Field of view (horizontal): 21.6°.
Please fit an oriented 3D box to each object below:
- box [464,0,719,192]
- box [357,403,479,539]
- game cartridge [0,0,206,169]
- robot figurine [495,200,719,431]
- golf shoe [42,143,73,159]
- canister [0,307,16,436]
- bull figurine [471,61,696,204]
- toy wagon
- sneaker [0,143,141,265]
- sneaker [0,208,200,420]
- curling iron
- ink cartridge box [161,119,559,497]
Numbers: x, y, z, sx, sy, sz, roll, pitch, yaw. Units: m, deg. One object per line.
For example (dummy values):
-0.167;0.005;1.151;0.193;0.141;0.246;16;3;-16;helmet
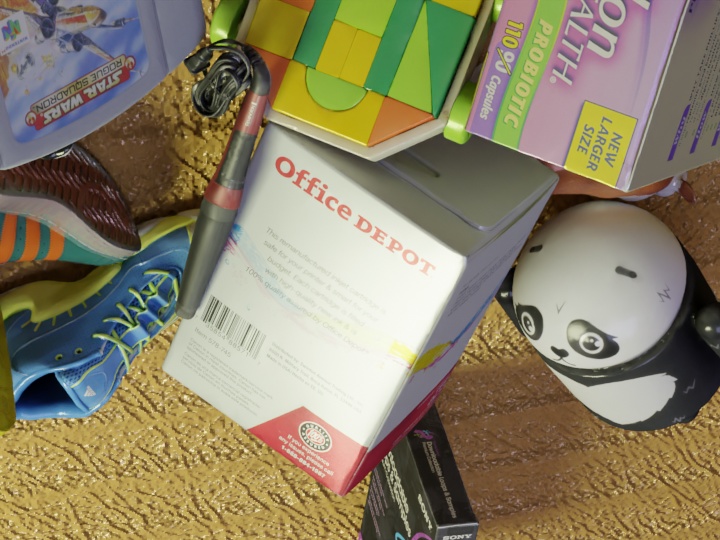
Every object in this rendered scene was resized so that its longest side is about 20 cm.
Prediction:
0.158;-0.150;1.036;0.200;0.096;0.176;-20;129;-64;box
0.038;0.199;1.395;0.036;0.143;0.200;-3;132;-16;box
-0.160;-0.130;0.954;0.200;0.041;0.134;-36;125;-37;game cartridge
0.181;0.036;1.296;0.150;0.125;0.200;-28;144;12;robot figurine
-0.151;-0.151;1.031;0.077;0.095;0.200;2;129;-20;golf shoe
-0.319;0.085;1.155;0.200;0.149;0.087;-32;135;13;canister
0.146;-0.092;1.216;0.199;0.065;0.122;-7;127;-22;bull figurine
0.013;-0.166;1.039;0.155;0.040;0.201;22;95;9;toy wagon
-0.209;-0.037;1.115;0.080;0.072;0.200;-29;156;20;sneaker
-0.150;0.039;1.201;0.200;0.105;0.076;-25;135;5;sneaker
-0.083;-0.049;1.070;0.026;0.050;0.200;-31;147;-39;curling iron
0.000;0.000;1.155;0.145;0.145;0.200;-39;161;-53;ink cartridge box
